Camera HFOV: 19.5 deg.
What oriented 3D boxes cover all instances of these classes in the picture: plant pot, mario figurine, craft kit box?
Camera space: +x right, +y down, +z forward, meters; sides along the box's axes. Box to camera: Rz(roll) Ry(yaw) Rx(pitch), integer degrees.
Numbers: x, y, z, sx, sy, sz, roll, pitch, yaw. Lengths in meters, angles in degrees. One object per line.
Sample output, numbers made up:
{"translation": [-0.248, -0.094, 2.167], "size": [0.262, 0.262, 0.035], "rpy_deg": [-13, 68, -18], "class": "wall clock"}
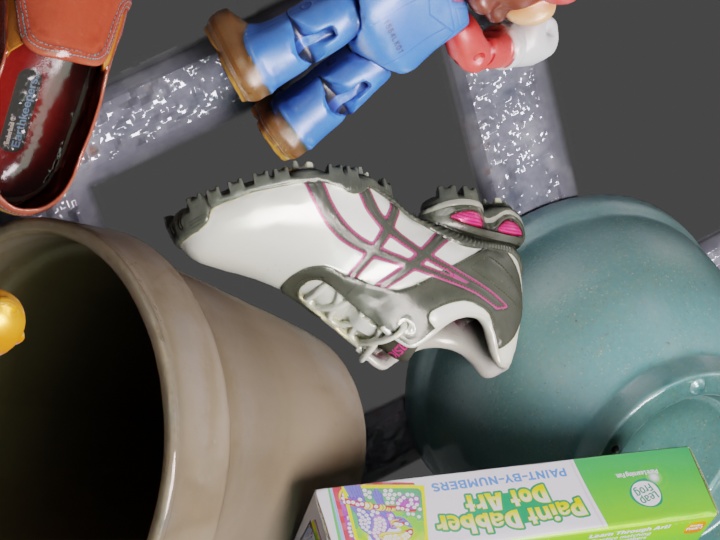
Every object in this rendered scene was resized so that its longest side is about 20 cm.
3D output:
{"translation": [0.142, 0.077, 1.143], "size": [0.199, 0.134, 0.201], "rpy_deg": [-12, 120, -22], "class": "plant pot"}
{"translation": [-0.095, 0.083, 1.004], "size": [0.173, 0.200, 0.201], "rpy_deg": [7, 113, -47], "class": "plant pot"}
{"translation": [0.026, -0.139, 1.017], "size": [0.199, 0.106, 0.123], "rpy_deg": [-29, 163, 2], "class": "mario figurine"}
{"translation": [0.051, 0.167, 1.044], "size": [0.199, 0.049, 0.198], "rpy_deg": [-4, 146, -22], "class": "craft kit box"}

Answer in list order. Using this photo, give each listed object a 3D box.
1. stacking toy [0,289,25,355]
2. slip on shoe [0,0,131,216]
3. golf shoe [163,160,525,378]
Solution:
{"translation": [-0.216, 0.051, 0.903], "size": [0.200, 0.110, 0.116], "rpy_deg": [-29, 139, 32], "class": "stacking toy"}
{"translation": [-0.133, -0.115, 0.940], "size": [0.074, 0.061, 0.201], "rpy_deg": [9, 110, -29], "class": "slip on shoe"}
{"translation": [0.000, 0.000, 1.043], "size": [0.199, 0.089, 0.077], "rpy_deg": [7, 157, -29], "class": "golf shoe"}
